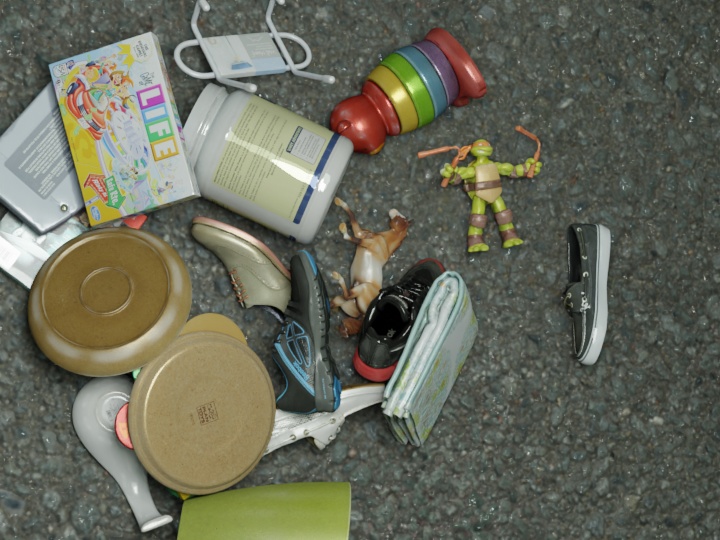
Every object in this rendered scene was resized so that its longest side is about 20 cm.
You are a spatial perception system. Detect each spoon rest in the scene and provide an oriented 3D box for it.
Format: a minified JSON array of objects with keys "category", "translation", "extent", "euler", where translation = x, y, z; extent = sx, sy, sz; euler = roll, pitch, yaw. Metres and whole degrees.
[{"category":"spoon rest","translation":[-0.285,0.222,1.609],"extent":[0.098,0.061,0.202],"euler":[-16,75,-22]}]

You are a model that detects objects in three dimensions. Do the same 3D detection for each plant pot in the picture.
[{"category":"plant pot","translation":[-0.122,0.337,1.594],"extent":[0.197,0.187,0.190],"euler":[8,79,-4]},{"category":"plant pot","translation":[-0.300,0.029,1.567],"extent":[0.197,0.028,0.202],"euler":[-1,61,2]}]

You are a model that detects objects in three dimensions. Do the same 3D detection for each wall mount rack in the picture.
[{"category":"wall mount rack","translation":[-0.129,-0.276,1.685],"extent":[0.198,0.075,0.175],"euler":[-12,59,-32]}]

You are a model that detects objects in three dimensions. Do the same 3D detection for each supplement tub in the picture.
[{"category":"supplement tub","translation":[-0.123,-0.136,1.654],"extent":[0.198,0.145,0.146],"euler":[25,74,-1]}]

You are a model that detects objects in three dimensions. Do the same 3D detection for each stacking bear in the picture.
[{"category":"stacking bear","translation":[0.049,-0.226,1.762],"extent":[0.199,0.121,0.114],"euler":[-34,96,-13]}]

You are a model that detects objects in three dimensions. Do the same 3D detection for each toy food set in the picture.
[{"category":"toy food set","translation":[-0.193,0.168,1.580],"extent":[0.197,0.048,0.202],"euler":[-36,108,-25]}]

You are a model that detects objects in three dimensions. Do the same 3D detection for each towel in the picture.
[{"category":"towel","translation":[0.090,0.118,1.698],"extent":[0.048,0.172,0.202],"euler":[23,73,18]}]

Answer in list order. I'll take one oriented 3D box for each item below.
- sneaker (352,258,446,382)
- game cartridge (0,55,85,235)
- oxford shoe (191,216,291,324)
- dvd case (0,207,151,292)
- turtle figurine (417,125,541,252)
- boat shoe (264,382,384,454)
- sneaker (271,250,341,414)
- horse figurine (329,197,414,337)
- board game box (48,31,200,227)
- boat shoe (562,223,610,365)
[{"category":"sneaker","translation":[0.058,0.048,1.711],"extent":[0.070,0.098,0.201],"euler":[26,56,16]},{"category":"game cartridge","translation":[-0.363,-0.147,1.616],"extent":[0.133,0.041,0.201],"euler":[43,70,-14]},{"category":"oxford shoe","translation":[-0.139,0.005,1.678],"extent":[0.199,0.071,0.074],"euler":[35,75,-12]},{"category":"dvd case","translation":[-0.356,-0.060,1.635],"extent":[0.145,0.022,0.201],"euler":[37,71,-11]},{"category":"turtle figurine","translation":[0.163,-0.109,1.806],"extent":[0.198,0.064,0.164],"euler":[-8,92,-29]},{"category":"boat shoe","translation":[-0.058,0.193,1.683],"extent":[0.197,0.071,0.070],"euler":[-16,88,-12]},{"category":"sneaker","translation":[-0.076,0.077,1.626],"extent":[0.081,0.073,0.203],"euler":[-7,84,8]},{"category":"horse figurine","translation":[0.000,0.000,1.724],"extent":[0.132,0.049,0.203],"euler":[32,64,-49]},{"category":"board game box","translation":[-0.282,-0.167,1.583],"extent":[0.133,0.034,0.203],"euler":[-16,87,6]},{"category":"boat shoe","translation":[0.309,0.031,1.841],"extent":[0.056,0.069,0.203],"euler":[10,73,-10]}]
